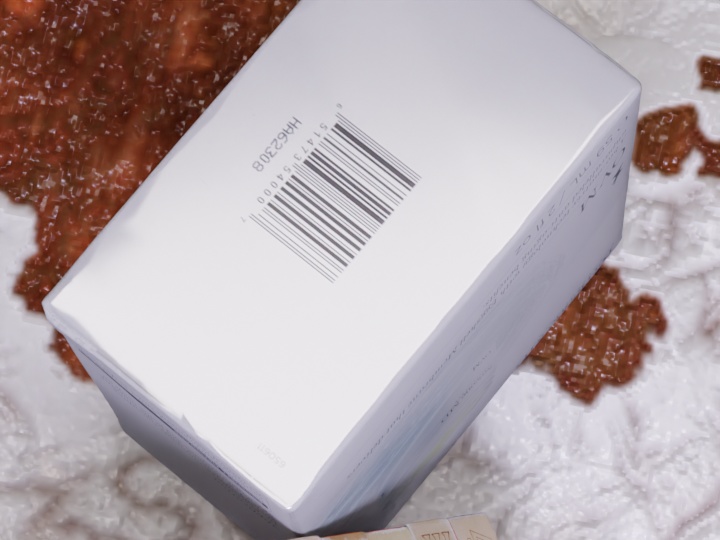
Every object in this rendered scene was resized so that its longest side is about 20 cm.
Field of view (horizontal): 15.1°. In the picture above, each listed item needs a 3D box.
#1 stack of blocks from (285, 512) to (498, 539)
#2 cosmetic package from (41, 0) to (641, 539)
[{"bbox_3d":[-0.036,0.147,1.005,0.115,0.200,0.059,-33,72,31],"label":"stack of blocks"},{"bbox_3d":[0.000,0.000,1.041,0.123,0.200,0.199,38,81,11],"label":"cosmetic package"}]
